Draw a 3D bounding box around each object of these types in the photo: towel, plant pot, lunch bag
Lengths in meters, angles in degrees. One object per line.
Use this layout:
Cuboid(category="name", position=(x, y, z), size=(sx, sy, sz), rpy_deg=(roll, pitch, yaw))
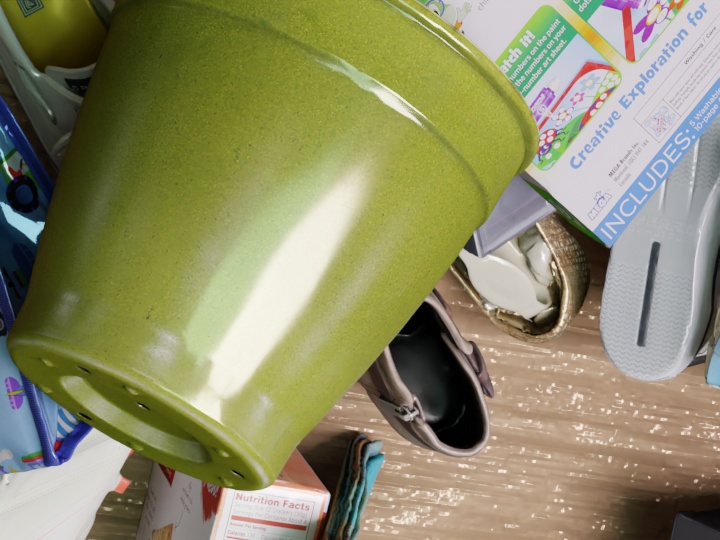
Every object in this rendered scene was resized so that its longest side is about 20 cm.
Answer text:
Cuboid(category="towel", position=(-0.019, 0.174, 1.381), size=(0.022, 0.200, 0.147), rpy_deg=(14, 102, 1))
Cuboid(category="plant pot", position=(-0.054, -0.017, 1.222), size=(0.200, 0.200, 0.193), rpy_deg=(36, 72, -22))
Cuboid(category="lunch bag", position=(-0.201, -0.008, 1.301), size=(0.094, 0.150, 0.200), rpy_deg=(-37, 109, -47))

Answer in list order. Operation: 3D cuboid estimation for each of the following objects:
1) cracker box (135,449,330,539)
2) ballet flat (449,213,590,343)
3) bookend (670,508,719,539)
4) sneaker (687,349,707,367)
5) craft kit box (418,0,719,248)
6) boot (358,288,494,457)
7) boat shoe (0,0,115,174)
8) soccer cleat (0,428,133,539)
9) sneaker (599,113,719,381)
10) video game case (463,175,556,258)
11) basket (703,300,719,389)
Cuboid(category="cracker box", position=(-0.079, 0.176, 1.396), size=(0.058, 0.134, 0.201), rpy_deg=(11, 101, -18))
Cuboid(category="ballet flat", position=(0.048, -0.040, 1.403), size=(0.070, 0.065, 0.200), rpy_deg=(-35, 113, 24))
Cuboid(category="bookend", position=(0.237, 0.129, 1.457), size=(0.200, 0.092, 0.199), rpy_deg=(-3, 109, -42))
Cuboid(category="sneaker", position=(0.230, 0.003, 1.474), size=(0.200, 0.074, 0.079), rpy_deg=(-27, 139, 0))
Cuboid(category="craft kit box", position=(0.105, -0.145, 1.276), size=(0.200, 0.049, 0.197), rpy_deg=(-50, 124, -1))
Cuboid(category="boot", position=(0.000, 0.000, 1.362), size=(0.070, 0.146, 0.200), rpy_deg=(-37, 112, -3))
Cuboid(category="boat shoe", position=(-0.126, -0.092, 1.331), size=(0.074, 0.086, 0.202), rpy_deg=(-31, 111, -6))
Cuboid(category="soccer cleat", position=(-0.156, 0.095, 1.388), size=(0.077, 0.069, 0.200), rpy_deg=(22, 101, -18))
Cuboid(category="sneaker", position=(0.161, -0.046, 1.394), size=(0.073, 0.071, 0.201), rpy_deg=(19, 105, 20))
Cuboid(category="video game case", position=(0.088, -0.122, 1.341), size=(0.143, 0.019, 0.200), rpy_deg=(-32, 128, -24))
Cuboid(category="basket", position=(0.271, 0.019, 1.333), size=(0.199, 0.139, 0.177), rpy_deg=(14, 110, 19))
